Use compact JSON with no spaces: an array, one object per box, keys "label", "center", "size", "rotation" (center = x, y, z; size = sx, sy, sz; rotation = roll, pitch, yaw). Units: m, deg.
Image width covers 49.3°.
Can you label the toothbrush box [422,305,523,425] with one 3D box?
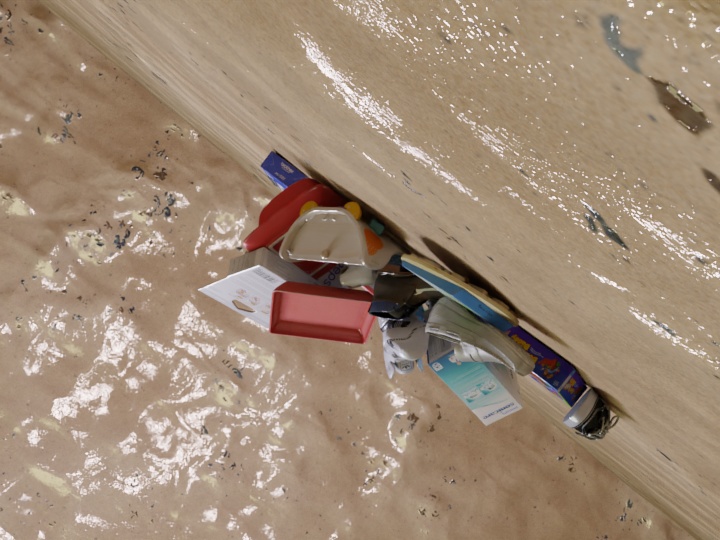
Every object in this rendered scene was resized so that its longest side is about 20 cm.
[{"label":"toothbrush box","center":[0.207,0.163,1.447],"size":[0.200,0.085,0.147],"rotation":[45,-155,-29]}]

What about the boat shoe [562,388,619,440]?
[{"label":"boat shoe","center":[0.381,0.245,1.293],"size":[0.068,0.074,0.199],"rotation":[41,180,19]}]

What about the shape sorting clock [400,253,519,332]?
[{"label":"shape sorting clock","center":[0.149,0.027,1.169],"size":[0.200,0.039,0.200],"rotation":[34,180,0]}]

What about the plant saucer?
[{"label":"plant saucer","center":[-0.072,0.079,1.501],"size":[0.199,0.037,0.200],"rotation":[8,152,-5]}]

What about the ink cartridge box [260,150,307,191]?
[{"label":"ink cartridge box","center":[-0.154,-0.195,1.693],"size":[0.094,0.044,0.200],"rotation":[37,178,3]}]

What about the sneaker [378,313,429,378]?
[{"label":"sneaker","center":[0.082,0.142,1.380],"size":[0.200,0.075,0.115],"rotation":[-122,20,-71]}]

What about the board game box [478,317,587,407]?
[{"label":"board game box","center":[0.272,0.136,1.298],"size":[0.200,0.045,0.134],"rotation":[38,178,33]}]

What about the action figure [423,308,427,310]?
[{"label":"action figure","center":[0.200,0.130,1.628],"size":[0.200,0.055,0.118],"rotation":[-1,117,40]}]

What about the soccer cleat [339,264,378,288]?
[{"label":"soccer cleat","center":[0.000,0.000,1.499],"size":[0.200,0.077,0.070],"rotation":[-37,-67,-86]}]

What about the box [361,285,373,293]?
[{"label":"box","center":[0.024,-0.010,1.753],"size":[0.200,0.103,0.095],"rotation":[39,178,-13]}]

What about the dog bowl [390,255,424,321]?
[{"label":"dog bowl","center":[0.090,0.055,1.526],"size":[0.111,0.049,0.201],"rotation":[39,-149,-80]}]

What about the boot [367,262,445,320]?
[{"label":"boot","center":[0.096,0.050,1.340],"size":[0.200,0.097,0.075],"rotation":[13,168,47]}]

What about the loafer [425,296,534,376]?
[{"label":"loafer","center":[0.172,0.109,1.158],"size":[0.070,0.070,0.200],"rotation":[33,-179,-40]}]

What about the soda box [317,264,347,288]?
[{"label":"soda box","center":[-0.037,-0.001,1.627],"size":[0.068,0.200,0.063],"rotation":[37,179,17]}]

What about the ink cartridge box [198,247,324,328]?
[{"label":"ink cartridge box","center":[-0.183,0.038,1.529],"size":[0.176,0.045,0.200],"rotation":[-18,143,35]}]

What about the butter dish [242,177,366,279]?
[{"label":"butter dish","center":[-0.106,-0.099,1.506],"size":[0.199,0.200,0.148],"rotation":[38,-156,-45]}]

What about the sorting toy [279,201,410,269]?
[{"label":"sorting toy","center":[-0.007,-0.051,1.393],"size":[0.200,0.107,0.180],"rotation":[6,174,39]}]

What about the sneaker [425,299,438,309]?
[{"label":"sneaker","center":[0.163,0.083,1.568],"size":[0.200,0.082,0.078],"rotation":[40,179,26]}]
